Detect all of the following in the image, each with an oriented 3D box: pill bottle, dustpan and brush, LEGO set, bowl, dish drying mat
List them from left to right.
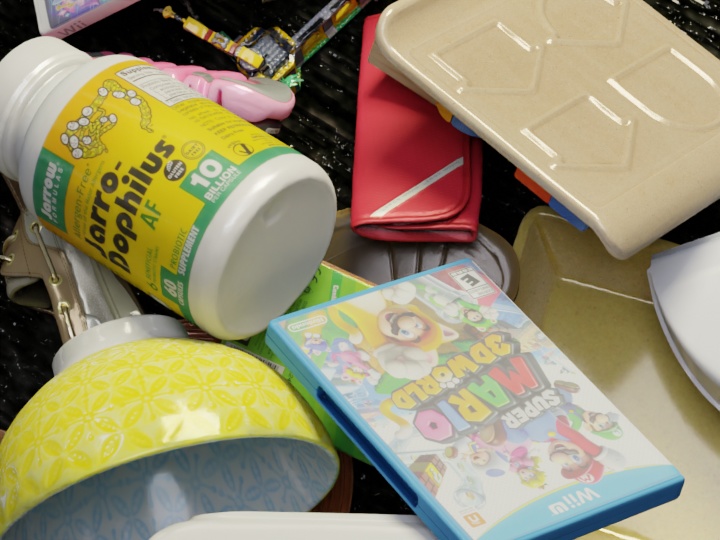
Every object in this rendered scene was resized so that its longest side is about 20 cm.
[{"bbox_3d":[-0.121,0.090,1.614,0.199,0.200,0.108,-17,66,-2],"label":"bowl"},{"bbox_3d":[-0.121,-0.054,1.636,0.200,0.113,0.113,32,76,27],"label":"pill bottle"},{"bbox_3d":[-0.072,-0.211,1.763,0.154,0.116,0.200,-34,71,-7],"label":"LEGO set"},{"bbox_3d":[0.035,-0.090,1.723,0.077,0.018,0.200,-1,43,4],"label":"dish drying mat"},{"bbox_3d":[0.255,0.069,1.642,0.139,0.057,0.201,-19,65,9],"label":"dustpan and brush"}]

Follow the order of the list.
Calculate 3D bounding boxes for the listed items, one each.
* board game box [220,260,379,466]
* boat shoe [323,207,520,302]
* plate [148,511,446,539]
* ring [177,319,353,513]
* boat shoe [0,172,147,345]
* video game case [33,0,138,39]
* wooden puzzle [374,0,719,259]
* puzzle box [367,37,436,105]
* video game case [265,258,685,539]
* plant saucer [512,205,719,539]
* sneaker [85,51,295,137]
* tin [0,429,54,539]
[{"bbox_3d":[0.017,0.064,1.654,0.200,0.030,0.096,24,97,15],"label":"board game box"},{"bbox_3d":[0.000,0.000,1.710,0.199,0.065,0.073,6,77,14],"label":"boat shoe"},{"bbox_3d":[-0.023,0.159,1.586,0.199,0.200,0.032,1,77,-4],"label":"plate"},{"bbox_3d":[-0.104,0.124,1.710,0.200,0.019,0.201,-1,71,3],"label":"ring"},{"bbox_3d":[-0.181,-0.002,1.720,0.066,0.074,0.200,-27,62,-9],"label":"boat shoe"},{"bbox_3d":[-0.120,-0.239,1.742,0.200,0.018,0.144,-24,64,21],"label":"video game case"},{"bbox_3d":[0.127,-0.100,1.678,0.200,0.046,0.185,44,46,16],"label":"wooden puzzle"},{"bbox_3d":[0.119,-0.110,1.734,0.200,0.025,0.133,35,44,14],"label":"puzzle box"},{"bbox_3d":[0.060,0.075,1.566,0.143,0.018,0.200,-17,47,-32],"label":"video game case"},{"bbox_3d":[0.165,0.084,1.690,0.199,0.048,0.201,16,74,9],"label":"plant saucer"},{"bbox_3d":[-0.135,-0.081,1.743,0.199,0.079,0.096,12,103,30],"label":"sneaker"},{"bbox_3d":[-0.229,0.188,1.677,0.112,0.042,0.201,-3,71,19],"label":"tin"}]
